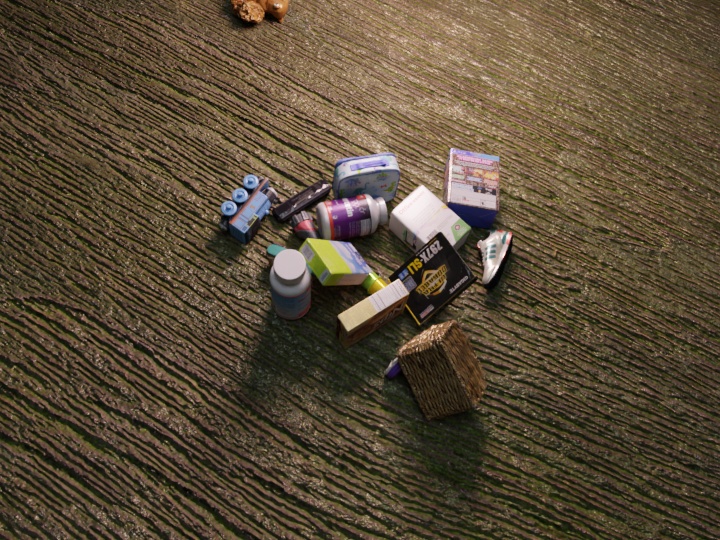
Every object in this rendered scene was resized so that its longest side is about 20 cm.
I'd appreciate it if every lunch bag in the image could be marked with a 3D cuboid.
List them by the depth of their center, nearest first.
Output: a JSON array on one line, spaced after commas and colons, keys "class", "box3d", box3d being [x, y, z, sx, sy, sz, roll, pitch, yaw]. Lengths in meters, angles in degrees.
[{"class": "lunch bag", "box3d": [0.016, -0.263, 1.697, 0.193, 0.162, 0.085, -12, 62, -11]}]

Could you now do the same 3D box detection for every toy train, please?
[{"class": "toy train", "box3d": [-0.317, -0.180, 1.663, 0.112, 0.087, 0.202, 32, 64, 5]}]

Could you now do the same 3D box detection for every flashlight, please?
[{"class": "flashlight", "box3d": [-0.134, -0.066, 1.633, 0.066, 0.068, 0.205, -22, 71, -8]}]

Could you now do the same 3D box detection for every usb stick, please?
[{"class": "usb stick", "box3d": [-0.174, -0.206, 1.720, 0.198, 0.033, 0.055, -36, 62, -22]}]

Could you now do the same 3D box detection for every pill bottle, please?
[{"class": "pill bottle", "box3d": [-0.179, 0.036, 1.490, 0.104, 0.202, 0.112, 2, 60, -4]}, {"class": "pill bottle", "box3d": [-0.025, -0.152, 1.660, 0.193, 0.114, 0.115, -13, 63, -13]}]

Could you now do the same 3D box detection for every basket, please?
[{"class": "basket", "box3d": [0.206, 0.243, 1.451, 0.204, 0.146, 0.142, 61, 35, -6]}]

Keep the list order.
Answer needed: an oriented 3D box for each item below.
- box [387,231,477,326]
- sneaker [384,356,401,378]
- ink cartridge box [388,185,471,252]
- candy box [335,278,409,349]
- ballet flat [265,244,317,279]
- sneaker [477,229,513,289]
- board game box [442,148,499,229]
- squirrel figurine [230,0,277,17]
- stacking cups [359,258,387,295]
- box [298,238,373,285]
[{"class": "box", "box3d": [0.192, 0.023, 1.568, 0.199, 0.049, 0.162, -40, 68, 11]}, {"class": "sneaker", "box3d": [0.154, 0.235, 1.491, 0.194, 0.081, 0.086, -20, 75, -13]}, {"class": "ink cartridge box", "box3d": [0.197, -0.124, 1.684, 0.199, 0.085, 0.144, 43, 66, 16]}, {"class": "candy box", "box3d": [0.030, 0.114, 1.518, 0.196, 0.117, 0.056, -30, 68, -20]}, {"class": "ballet flat", "box3d": [-0.171, -0.012, 1.588, 0.195, 0.067, 0.071, 23, 49, 20]}, {"class": "sneaker", "box3d": [0.371, -0.036, 1.674, 0.091, 0.071, 0.203, 17, 61, 24]}, {"class": "board game box", "box3d": [0.332, -0.247, 1.758, 0.153, 0.098, 0.206, 9, 61, -1]}, {"class": "squirrel figurine", "box3d": [-0.356, -0.950, 2.068, 0.185, 0.142, 0.202, 38, 78, 4]}, {"class": "stacking cups", "box3d": [0.000, 0.000, 1.608, 0.060, 0.061, 0.200, -37, 71, -23]}, {"class": "box", "box3d": [-0.061, -0.022, 1.520, 0.123, 0.048, 0.198, 52, 25, 22]}]
